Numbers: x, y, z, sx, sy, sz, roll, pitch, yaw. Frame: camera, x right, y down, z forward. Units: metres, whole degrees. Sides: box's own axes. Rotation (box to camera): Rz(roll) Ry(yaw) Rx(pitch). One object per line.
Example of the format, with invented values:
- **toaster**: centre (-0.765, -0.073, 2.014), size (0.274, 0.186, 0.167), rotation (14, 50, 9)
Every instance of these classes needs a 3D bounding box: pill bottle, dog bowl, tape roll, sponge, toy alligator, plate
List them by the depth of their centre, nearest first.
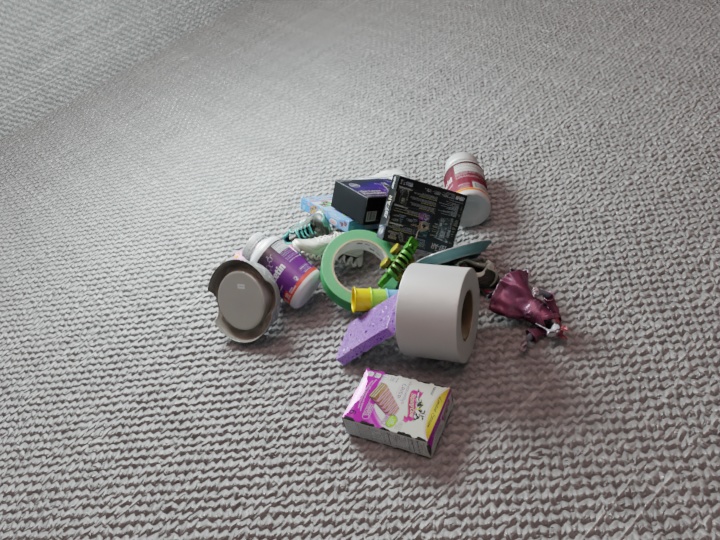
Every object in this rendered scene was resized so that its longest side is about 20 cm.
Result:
- **tape roll**: centre (0.170, 0.091, 1.545), size (0.136, 0.205, 0.205), rotation (4, 45, 22)
- **sponge**: centre (0.025, 0.130, 1.594), size (0.199, 0.030, 0.113), rotation (-36, 22, 44)
- **toy alligator**: centre (0.109, -0.040, 1.701), size (0.201, 0.059, 0.054), rotation (-52, 14, -10)
- **plate**: centre (0.223, -0.031, 1.705), size (0.196, 0.200, 0.026), rotation (-17, 82, 1)
- **dog bowl**: centre (-0.281, 0.070, 1.741), size (0.196, 0.205, 0.058), rotation (8, 12, 26)
- **tape roll**: centre (0.000, 0.000, 1.749), size (0.195, 0.048, 0.205), rotation (3, 65, -5)
- **pill bottle**: centre (-0.201, -0.005, 1.787), size (0.199, 0.113, 0.113), rotation (38, 59, 10)
- **pill bottle**: centre (0.282, -0.222, 1.909), size (0.112, 0.116, 0.202), rotation (-9, 41, 8)

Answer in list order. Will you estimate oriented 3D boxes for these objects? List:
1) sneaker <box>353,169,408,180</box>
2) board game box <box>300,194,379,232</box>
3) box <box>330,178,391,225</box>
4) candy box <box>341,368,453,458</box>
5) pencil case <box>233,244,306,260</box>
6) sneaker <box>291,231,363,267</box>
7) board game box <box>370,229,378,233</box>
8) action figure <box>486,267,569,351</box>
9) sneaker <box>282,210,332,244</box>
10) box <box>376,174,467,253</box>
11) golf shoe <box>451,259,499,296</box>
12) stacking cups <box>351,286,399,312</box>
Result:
- **sneaker**: centre (0.046, -0.247, 2.060), size (0.195, 0.074, 0.071), rotation (-6, 32, -1)
- **board game box**: centre (-0.045, -0.158, 1.927), size (0.149, 0.037, 0.198), rotation (-11, 28, -43)
- **box**: centre (0.042, -0.185, 1.882), size (0.197, 0.081, 0.140), rotation (-8, 27, -41)
- **candy box**: centre (0.077, 0.290, 1.468), size (0.196, 0.062, 0.137), rotation (9, 47, 26)
- **pencil case**: centre (-0.238, -0.020, 1.893), size (0.195, 0.089, 0.088), rotation (-5, 42, 12)
- **sneaker**: centre (-0.081, -0.065, 1.826), size (0.196, 0.083, 0.075), rotation (8, 18, -22)
- **board game box**: centre (0.057, -0.135, 1.961), size (0.196, 0.024, 0.106), rotation (7, 48, 25)
- **action figure**: centre (0.381, 0.094, 1.575), size (0.199, 0.136, 0.148), rotation (38, 21, 30)
- **sneaker**: centre (-0.145, -0.099, 1.888), size (0.090, 0.079, 0.199), rotation (-29, 4, -28)
- **box**: centre (0.154, -0.134, 1.762), size (0.196, 0.164, 0.043), rotation (12, 9, -22)
- **golf shoe**: centre (0.232, 0.009, 1.700), size (0.196, 0.089, 0.078), rotation (-2, 45, 18)
- **stacking cups**: centre (0.078, 0.072, 1.668), size (0.195, 0.061, 0.061), rotation (3, 41, -9)
